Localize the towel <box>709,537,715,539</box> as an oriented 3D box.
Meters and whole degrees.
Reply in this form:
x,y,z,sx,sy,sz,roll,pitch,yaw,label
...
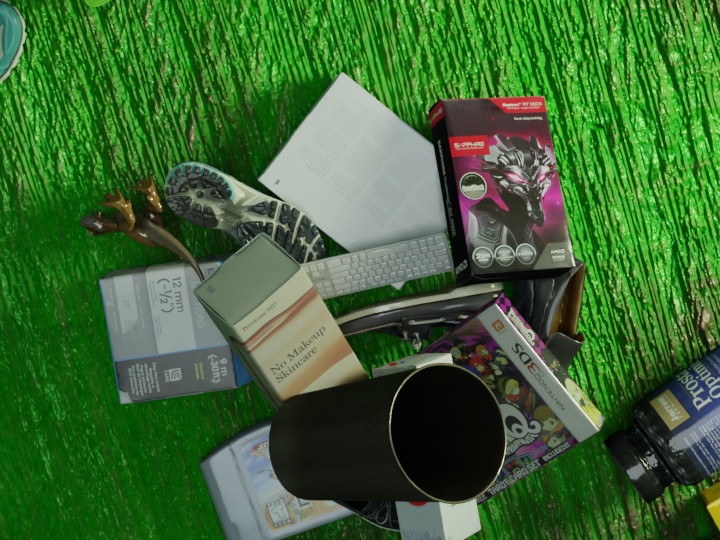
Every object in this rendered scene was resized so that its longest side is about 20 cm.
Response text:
x,y,z,sx,sy,sz,roll,pitch,yaw,label
0.352,0.405,1.734,0.200,0.049,0.112,-32,96,3,towel

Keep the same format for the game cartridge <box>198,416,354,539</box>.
x,y,z,sx,sy,sz,roll,pitch,yaw,label
-0.075,0.229,1.716,0.199,0.042,0.134,-20,101,2,game cartridge

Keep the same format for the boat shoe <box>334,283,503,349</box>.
x,y,z,sx,sy,sz,roll,pitch,yaw,label
0.066,0.057,1.677,0.199,0.073,0.063,-12,94,-4,boat shoe

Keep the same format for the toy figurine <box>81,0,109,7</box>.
x,y,z,sx,sy,sz,roll,pitch,yaw,label
-0.298,-0.412,1.600,0.184,0.150,0.200,38,73,5,toy figurine

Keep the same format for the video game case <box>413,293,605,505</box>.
x,y,z,sx,sy,sz,roll,pitch,yaw,label
0.137,0.149,1.666,0.200,0.036,0.181,-37,95,30,video game case

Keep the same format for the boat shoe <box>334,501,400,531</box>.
x,y,z,sx,sy,sz,roll,pitch,yaw,label
0.017,0.243,1.670,0.200,0.062,0.075,24,85,-17,boat shoe

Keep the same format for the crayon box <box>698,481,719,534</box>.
x,y,z,sx,sy,sz,roll,pitch,yaw,label
0.509,0.303,1.717,0.172,0.058,0.200,-30,96,3,crayon box

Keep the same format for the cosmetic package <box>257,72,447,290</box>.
x,y,z,sx,sy,sz,roll,pitch,yaw,label
0.010,-0.099,1.667,0.200,0.052,0.151,38,94,-5,cosmetic package

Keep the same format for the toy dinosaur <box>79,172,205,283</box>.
x,y,z,sx,sy,sz,roll,pitch,yaw,label
-0.225,-0.044,1.627,0.060,0.200,0.106,-45,140,-26,toy dinosaur

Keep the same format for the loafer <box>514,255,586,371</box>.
x,y,z,sx,sy,sz,roll,pitch,yaw,label
0.212,0.078,1.669,0.072,0.073,0.201,5,101,40,loafer

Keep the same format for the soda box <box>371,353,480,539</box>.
x,y,z,sx,sy,sz,roll,pitch,yaw,label
0.072,0.193,1.627,0.064,0.068,0.201,-5,98,40,soda box

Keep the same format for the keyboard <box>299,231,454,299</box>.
x,y,z,sx,sy,sz,roll,pitch,yaw,label
0.000,0.000,1.640,0.199,0.011,0.056,-13,137,7,keyboard

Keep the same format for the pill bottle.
x,y,z,sx,sy,sz,roll,pitch,yaw,label
0.374,0.167,1.673,0.200,0.112,0.112,-36,96,3,pill bottle

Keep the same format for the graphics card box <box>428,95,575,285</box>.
x,y,z,sx,sy,sz,roll,pitch,yaw,label
0.151,-0.088,1.622,0.125,0.051,0.201,-3,77,-19,graphics card box

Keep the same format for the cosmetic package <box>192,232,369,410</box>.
x,y,z,sx,sy,sz,roll,pitch,yaw,label
-0.081,0.071,1.610,0.103,0.087,0.200,-41,134,-10,cosmetic package

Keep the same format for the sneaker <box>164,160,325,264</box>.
x,y,z,sx,sy,sz,roll,pitch,yaw,label
-0.124,-0.065,1.657,0.200,0.086,0.078,34,99,-19,sneaker

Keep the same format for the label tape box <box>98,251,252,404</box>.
x,y,z,sx,sy,sz,roll,pitch,yaw,label
-0.179,0.060,1.679,0.199,0.066,0.144,-8,97,2,label tape box

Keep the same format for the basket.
x,y,z,sx,sy,sz,roll,pitch,yaw,label
0.016,0.172,1.528,0.200,0.180,0.136,-11,76,42,basket

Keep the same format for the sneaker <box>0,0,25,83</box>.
x,y,z,sx,sy,sz,roll,pitch,yaw,label
-0.443,-0.213,1.636,0.200,0.080,0.078,-43,95,4,sneaker
